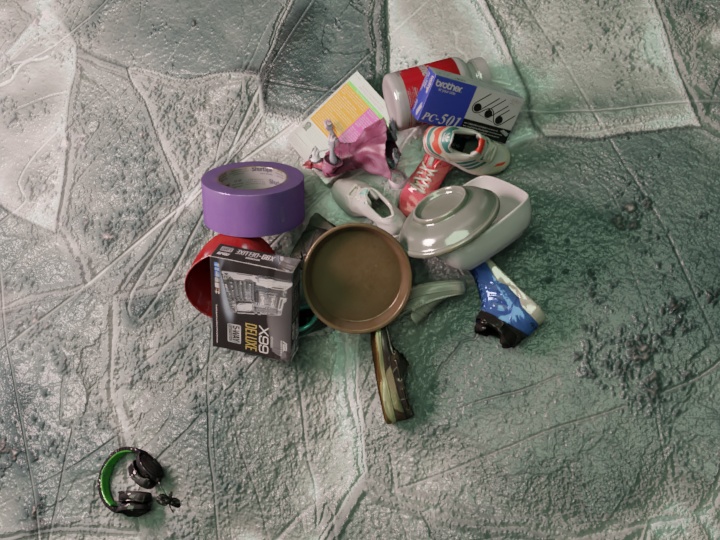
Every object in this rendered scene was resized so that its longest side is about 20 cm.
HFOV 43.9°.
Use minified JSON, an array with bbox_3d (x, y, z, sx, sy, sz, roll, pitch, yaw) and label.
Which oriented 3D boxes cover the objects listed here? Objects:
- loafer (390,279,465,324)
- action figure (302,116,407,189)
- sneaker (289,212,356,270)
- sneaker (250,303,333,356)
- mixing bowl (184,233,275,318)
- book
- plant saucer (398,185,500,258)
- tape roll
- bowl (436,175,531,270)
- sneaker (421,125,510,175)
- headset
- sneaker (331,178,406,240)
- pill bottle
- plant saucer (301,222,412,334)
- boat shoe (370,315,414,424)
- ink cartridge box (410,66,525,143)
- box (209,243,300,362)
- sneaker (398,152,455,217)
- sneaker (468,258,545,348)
[{"bbox_3d":[0.106,0.065,1.679,0.198,0.070,0.071,-16,82,18],"label":"loafer"},{"bbox_3d":[-0.017,-0.222,1.745,0.198,0.134,0.150,-16,116,19],"label":"action figure"},{"bbox_3d":[-0.068,-0.029,1.703,0.115,0.076,0.199,-56,34,3],"label":"sneaker"},{"bbox_3d":[-0.145,0.103,1.710,0.198,0.091,0.078,-23,71,6],"label":"sneaker"},{"bbox_3d":[-0.236,-0.004,1.724,0.198,0.201,0.109,-12,46,9],"label":"mixing bowl"},{"bbox_3d":[-0.035,-0.284,1.811,0.200,0.048,0.134,-42,75,0],"label":"book"},{"bbox_3d":[0.151,-0.102,1.606,0.198,0.050,0.201,-23,28,13],"label":"plant saucer"},{"bbox_3d":[-0.206,-0.140,1.726,0.198,0.200,0.086,8,117,14],"label":"tape roll"},{"bbox_3d":[0.207,-0.079,1.645,0.199,0.075,0.200,-33,27,-10],"label":"bowl"},{"bbox_3d":[0.215,-0.221,1.667,0.093,0.198,0.071,15,91,59],"label":"sneaker"},{"bbox_3d":[-0.423,0.408,1.693,0.198,0.094,0.125,15,80,27],"label":"headset"},{"bbox_3d":[0.013,-0.137,1.726,0.199,0.089,0.075,34,81,33],"label":"sneaker"},{"bbox_3d":[0.151,-0.349,1.740,0.198,0.112,0.113,-16,72,-7],"label":"pill bottle"},{"bbox_3d":[-0.006,0.013,1.602,0.197,0.029,0.203,0,101,0],"label":"plant saucer"},{"bbox_3d":[0.059,0.180,1.654,0.064,0.073,0.203,-8,93,-6],"label":"boat shoe"},{"bbox_3d":[0.203,-0.310,1.685,0.044,0.198,0.095,-116,42,-53],"label":"ink cartridge box"},{"bbox_3d":[-0.190,0.061,1.625,0.156,0.050,0.202,12,123,10],"label":"box"},{"bbox_3d":[0.132,-0.195,1.728,0.073,0.087,0.201,33,85,19],"label":"sneaker"},{"bbox_3d":[0.233,0.056,1.646,0.111,0.077,0.200,-44,71,-3],"label":"sneaker"}]
